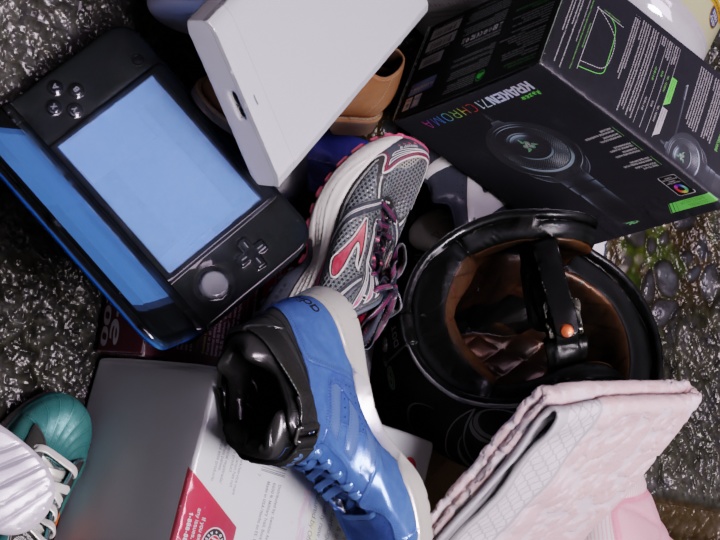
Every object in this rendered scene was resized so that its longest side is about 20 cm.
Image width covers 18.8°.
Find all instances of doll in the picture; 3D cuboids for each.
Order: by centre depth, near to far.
[{"bbox_3d":[-0.057,-0.074,1.529,0.200,0.048,0.137,10,51,-39],"label":"doll"}]

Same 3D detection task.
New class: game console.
[{"bbox_3d":[-0.141,-0.058,1.381,0.171,0.118,0.200,-41,87,-23],"label":"game console"}]

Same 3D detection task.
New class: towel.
[{"bbox_3d":[0.123,0.152,1.467,0.191,0.032,0.200,3,132,-52],"label":"towel"}]

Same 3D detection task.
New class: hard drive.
[{"bbox_3d":[-0.031,-0.169,1.442,0.200,0.026,0.132,-52,134,-35],"label":"hard drive"}]

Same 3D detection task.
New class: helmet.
[{"bbox_3d":[0.116,0.056,1.557,0.191,0.199,0.201,66,43,-69],"label":"helmet"}]

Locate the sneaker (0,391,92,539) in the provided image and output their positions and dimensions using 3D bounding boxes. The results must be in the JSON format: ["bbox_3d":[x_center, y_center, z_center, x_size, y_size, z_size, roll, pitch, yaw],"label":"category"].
[{"bbox_3d":[-0.222,0.168,1.393,0.071,0.080,0.200,40,67,-28],"label":"sneaker"}]

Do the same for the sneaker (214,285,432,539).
[{"bbox_3d":[-0.030,0.118,1.364,0.111,0.077,0.201,-22,97,-46],"label":"sneaker"}]

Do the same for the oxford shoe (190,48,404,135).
[{"bbox_3d":[-0.041,-0.134,1.508,0.071,0.071,0.200,49,32,18],"label":"oxford shoe"}]

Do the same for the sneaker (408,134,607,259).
[{"bbox_3d":[0.096,-0.035,1.654,0.199,0.079,0.130,51,63,-28],"label":"sneaker"}]

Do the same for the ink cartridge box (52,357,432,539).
[{"bbox_3d":[-0.079,0.156,1.471,0.200,0.144,0.146,23,76,-37],"label":"ink cartridge box"}]

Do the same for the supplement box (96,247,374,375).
[{"bbox_3d":[-0.080,0.022,1.521,0.200,0.061,0.109,15,80,-39],"label":"supplement box"}]

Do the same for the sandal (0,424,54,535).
[{"bbox_3d":[-0.285,0.096,1.348,0.207,0.059,0.079,39,78,-13],"label":"sandal"}]

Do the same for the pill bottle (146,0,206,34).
[{"bbox_3d":[-0.075,-0.262,1.486,0.112,0.112,0.201,16,80,-38],"label":"pill bottle"}]

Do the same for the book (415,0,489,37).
[{"bbox_3d":[0.132,-0.161,1.647,0.200,0.133,0.048,41,63,-32],"label":"book"}]

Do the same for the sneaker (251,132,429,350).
[{"bbox_3d":[0.000,0.000,1.484,0.081,0.075,0.200,44,68,-52],"label":"sneaker"}]

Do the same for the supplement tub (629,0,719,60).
[{"bbox_3d":[0.224,-0.232,1.713,0.145,0.145,0.200,42,66,-32],"label":"supplement tub"}]

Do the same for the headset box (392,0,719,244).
[{"bbox_3d":[0.158,-0.109,1.558,0.200,0.174,0.093,34,62,-26],"label":"headset box"}]

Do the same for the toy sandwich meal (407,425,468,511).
[{"bbox_3d":[0.074,0.197,1.653,0.205,0.070,0.206,-3,96,-37],"label":"toy sandwich meal"}]

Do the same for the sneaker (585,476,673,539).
[{"bbox_3d":[0.213,0.202,1.737,0.200,0.075,0.105,30,46,-65],"label":"sneaker"}]
